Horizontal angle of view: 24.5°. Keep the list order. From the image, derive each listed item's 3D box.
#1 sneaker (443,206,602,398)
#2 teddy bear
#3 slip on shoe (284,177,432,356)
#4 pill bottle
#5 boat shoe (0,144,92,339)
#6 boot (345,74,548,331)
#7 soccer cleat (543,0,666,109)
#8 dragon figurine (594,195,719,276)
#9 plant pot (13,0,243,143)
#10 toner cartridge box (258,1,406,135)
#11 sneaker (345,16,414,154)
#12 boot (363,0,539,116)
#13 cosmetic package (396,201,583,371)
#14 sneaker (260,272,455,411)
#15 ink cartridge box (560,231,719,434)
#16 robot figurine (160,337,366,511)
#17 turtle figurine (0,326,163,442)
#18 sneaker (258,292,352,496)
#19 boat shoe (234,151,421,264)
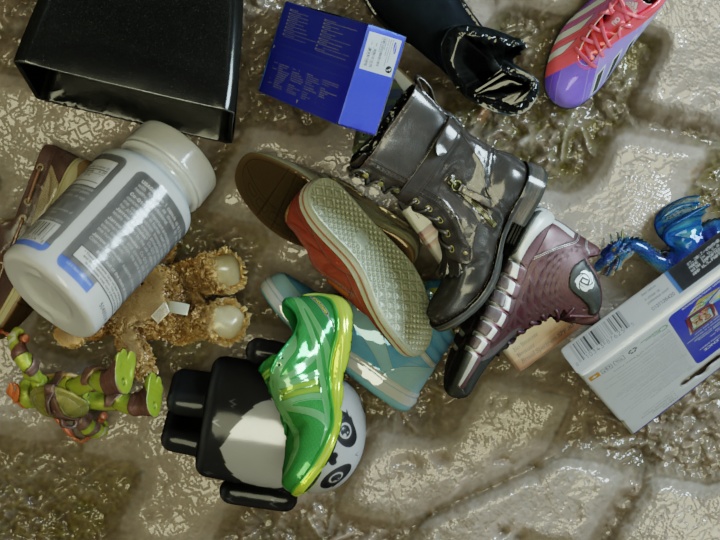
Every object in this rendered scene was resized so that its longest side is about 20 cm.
[{"bbox_3d":[0.167,0.049,1.580,0.115,0.076,0.200,26,95,-10],"label":"sneaker"},{"bbox_3d":[-0.204,0.035,1.647,0.199,0.067,0.145,-22,83,3],"label":"teddy bear"},{"bbox_3d":[0.000,0.000,1.598,0.200,0.061,0.074,51,51,-12],"label":"slip on shoe"},{"bbox_3d":[-0.234,-0.043,1.583,0.114,0.114,0.200,44,64,-7],"label":"pill bottle"},{"bbox_3d":[-0.332,-0.030,1.642,0.072,0.072,0.200,28,96,8],"label":"boat shoe"},{"bbox_3d":[0.062,-0.061,1.540,0.174,0.069,0.200,27,95,-21],"label":"boot"},{"bbox_3d":[0.249,-0.246,1.628,0.068,0.073,0.200,37,95,-7],"label":"soccer cleat"},{"bbox_3d":[0.333,-0.039,1.667,0.200,0.059,0.100,-37,101,6],"label":"dragon figurine"},{"bbox_3d":[-0.198,-0.239,1.558,0.199,0.200,0.178,12,86,-4],"label":"plant pot"},{"bbox_3d":[-0.030,-0.193,1.561,0.043,0.200,0.095,15,98,-28],"label":"toner cartridge box"},{"bbox_3d":[0.019,-0.151,1.604,0.090,0.067,0.200,-43,70,4],"label":"sneaker"},{"bbox_3d":[0.084,-0.228,1.576,0.200,0.168,0.076,43,95,-7],"label":"boot"},{"bbox_3d":[0.135,-0.013,1.650,0.103,0.087,0.200,-37,98,4],"label":"cosmetic package"},{"bbox_3d":[0.008,0.035,1.658,0.200,0.080,0.131,37,97,-16],"label":"sneaker"},{"bbox_3d":[0.311,0.063,1.640,0.197,0.200,0.047,-38,62,5],"label":"ink cartridge box"},{"bbox_3d":[-0.094,0.154,1.644,0.199,0.150,0.125,10,60,-4],"label":"robot figurine"},{"bbox_3d":[-0.283,0.112,1.603,0.161,0.065,0.200,-7,132,29],"label":"turtle figurine"},{"bbox_3d":[-0.058,0.116,1.561,0.083,0.074,0.201,10,66,-8],"label":"sneaker"},{"bbox_3d":[-0.031,-0.059,1.650,0.200,0.065,0.072,28,117,2],"label":"boat shoe"}]
